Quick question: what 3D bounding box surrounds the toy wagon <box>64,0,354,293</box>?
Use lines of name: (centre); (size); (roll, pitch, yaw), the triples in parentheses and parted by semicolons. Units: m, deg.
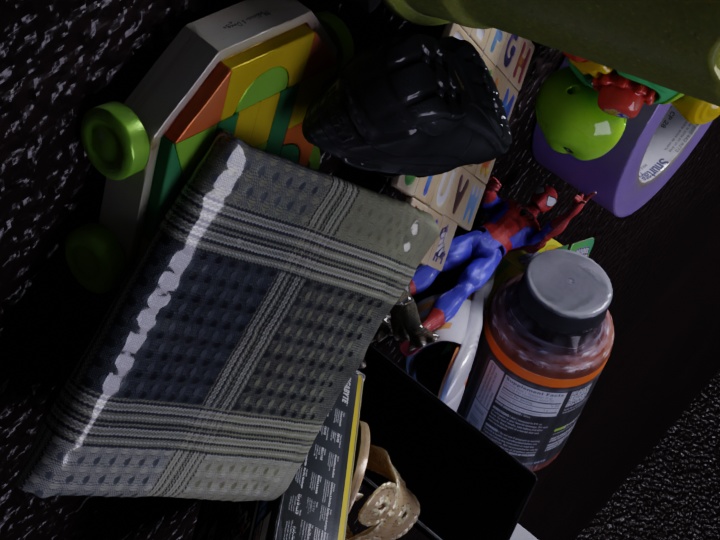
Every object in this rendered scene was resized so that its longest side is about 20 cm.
toy wagon: (-0.073, -0.040, 0.660); (0.155, 0.040, 0.201); (-33, 152, -43)

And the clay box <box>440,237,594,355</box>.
clay box: (0.135, 0.047, 1.255); (0.115, 0.048, 0.201); (-14, 136, -57)

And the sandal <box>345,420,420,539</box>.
sandal: (0.007, 0.152, 0.927); (0.212, 0.069, 0.078); (142, -29, -76)

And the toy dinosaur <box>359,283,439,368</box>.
toy dinosaur: (0.000, 0.000, 0.822); (0.077, 0.103, 0.200); (-18, -173, 16)

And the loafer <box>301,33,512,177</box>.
loafer: (0.028, -0.082, 0.699); (0.070, 0.068, 0.200); (-23, 176, 20)

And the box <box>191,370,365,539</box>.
box: (-0.062, 0.167, 0.852); (0.160, 0.049, 0.200); (-53, -166, 27)

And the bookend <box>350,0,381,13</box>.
bookend: (0.020, -0.234, 0.472); (0.200, 0.092, 0.199); (-50, 162, -12)

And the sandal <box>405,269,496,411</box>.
sandal: (0.064, 0.049, 1.080); (0.207, 0.059, 0.079); (-68, 175, -58)

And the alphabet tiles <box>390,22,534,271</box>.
alphabet tiles: (0.068, -0.100, 0.842); (0.166, 0.006, 0.201); (22, 87, -69)

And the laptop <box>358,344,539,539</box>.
laptop: (0.060, 0.126, 1.012); (0.116, 0.187, 0.200); (-58, 159, 15)

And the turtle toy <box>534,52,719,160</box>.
turtle toy: (0.175, -0.155, 0.908); (0.101, 0.146, 0.200); (-22, 149, -20)

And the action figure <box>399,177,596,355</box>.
action figure: (0.098, -0.025, 1.021); (0.200, 0.065, 0.099); (-38, 168, -37)

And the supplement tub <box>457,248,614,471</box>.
supplement tub: (0.145, 0.073, 1.120); (0.107, 0.107, 0.200); (-38, 156, -37)

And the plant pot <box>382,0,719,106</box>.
plant pot: (0.134, -0.175, 0.657); (0.200, 0.184, 0.201); (-41, 150, -30)

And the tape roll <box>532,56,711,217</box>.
tape roll: (0.231, -0.149, 1.096); (0.200, 0.085, 0.200); (-44, 159, -22)

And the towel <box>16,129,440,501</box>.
towel: (-0.059, 0.033, 0.681); (0.200, 0.034, 0.193); (18, 104, -57)
